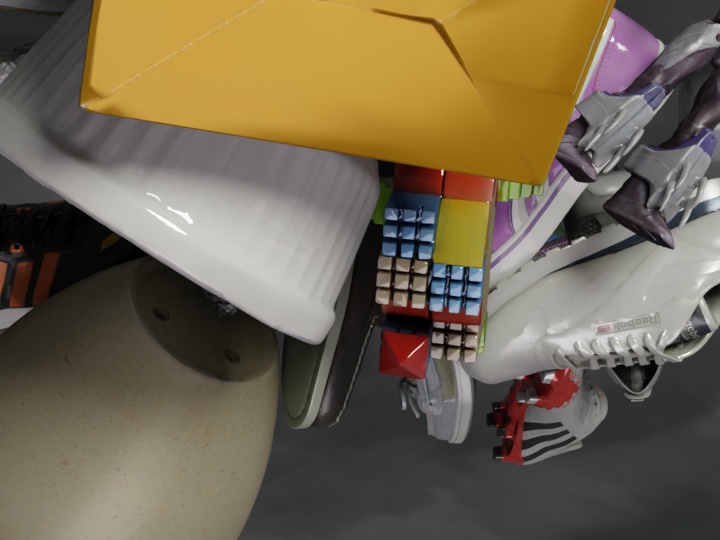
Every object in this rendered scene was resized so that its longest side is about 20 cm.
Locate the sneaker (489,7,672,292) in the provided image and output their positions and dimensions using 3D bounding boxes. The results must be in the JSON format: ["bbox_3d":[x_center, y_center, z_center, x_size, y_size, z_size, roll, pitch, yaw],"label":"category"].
[{"bbox_3d":[0.080,-0.079,0.870,0.114,0.073,0.201,30,116,-15],"label":"sneaker"}]

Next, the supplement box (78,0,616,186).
[{"bbox_3d":[-0.008,-0.160,0.638,0.196,0.200,0.133,8,127,-12],"label":"supplement box"}]

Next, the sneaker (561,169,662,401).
[{"bbox_3d":[0.177,0.011,0.968,0.074,0.082,0.200,-11,143,13],"label":"sneaker"}]

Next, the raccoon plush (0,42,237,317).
[{"bbox_3d":[-0.127,-0.049,0.873,0.199,0.135,0.097,2,146,-4],"label":"raccoon plush"}]

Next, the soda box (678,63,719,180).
[{"bbox_3d":[0.234,-0.050,0.935,0.068,0.064,0.200,-5,144,9],"label":"soda box"}]

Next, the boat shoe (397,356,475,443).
[{"bbox_3d":[0.047,0.045,1.026,0.064,0.075,0.202,1,141,8],"label":"boat shoe"}]

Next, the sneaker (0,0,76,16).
[{"bbox_3d":[-0.182,-0.187,0.736,0.199,0.070,0.109,1,147,4],"label":"sneaker"}]

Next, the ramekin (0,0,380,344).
[{"bbox_3d":[-0.081,-0.056,0.728,0.202,0.202,0.094,32,90,-37],"label":"ramekin"}]

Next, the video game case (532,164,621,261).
[{"bbox_3d":[0.084,-0.029,1.002,0.199,0.023,0.182,-20,140,24],"label":"video game case"}]

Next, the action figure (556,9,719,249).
[{"bbox_3d":[0.192,-0.112,0.786,0.130,0.069,0.200,40,89,-17],"label":"action figure"}]

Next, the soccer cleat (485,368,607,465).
[{"bbox_3d":[0.153,0.091,1.139,0.085,0.069,0.200,-4,149,-10],"label":"soccer cleat"}]

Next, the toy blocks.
[{"bbox_3d":[0.043,-0.025,0.780,0.099,0.137,0.201,7,112,7],"label":"toy blocks"}]

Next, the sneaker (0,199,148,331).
[{"bbox_3d":[-0.224,-0.013,0.978,0.199,0.070,0.090,-17,145,25],"label":"sneaker"}]

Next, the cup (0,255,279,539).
[{"bbox_3d":[-0.128,0.074,0.901,0.200,0.201,0.143,21,125,-27],"label":"cup"}]

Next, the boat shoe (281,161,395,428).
[{"bbox_3d":[0.000,0.000,0.895,0.060,0.202,0.072,16,168,-25],"label":"boat shoe"}]

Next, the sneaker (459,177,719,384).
[{"bbox_3d":[0.150,0.024,0.875,0.199,0.081,0.076,-29,156,16],"label":"sneaker"}]
